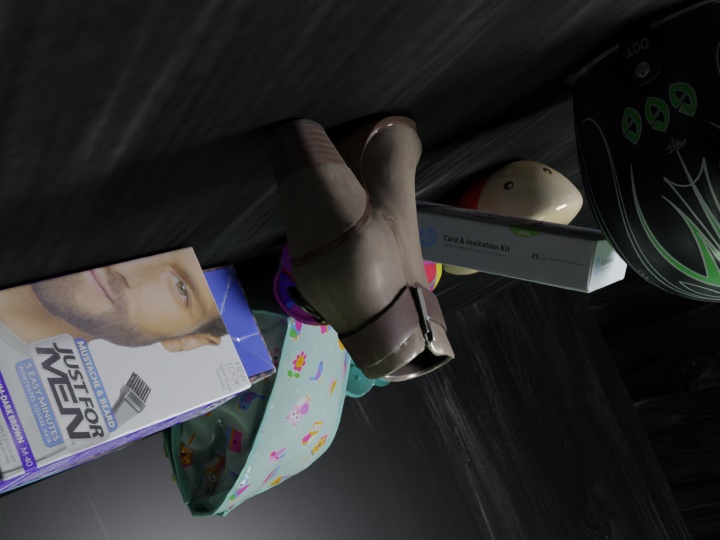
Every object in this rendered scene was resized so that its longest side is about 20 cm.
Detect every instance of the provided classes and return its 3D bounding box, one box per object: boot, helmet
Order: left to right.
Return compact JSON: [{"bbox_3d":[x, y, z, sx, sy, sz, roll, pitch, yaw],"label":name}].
[{"bbox_3d":[0.013,-0.011,0.648,0.070,0.147,0.200,-28,173,25],"label":"boot"},{"bbox_3d":[0.246,-0.073,0.780,0.198,0.192,0.200,-22,173,-3],"label":"helmet"}]

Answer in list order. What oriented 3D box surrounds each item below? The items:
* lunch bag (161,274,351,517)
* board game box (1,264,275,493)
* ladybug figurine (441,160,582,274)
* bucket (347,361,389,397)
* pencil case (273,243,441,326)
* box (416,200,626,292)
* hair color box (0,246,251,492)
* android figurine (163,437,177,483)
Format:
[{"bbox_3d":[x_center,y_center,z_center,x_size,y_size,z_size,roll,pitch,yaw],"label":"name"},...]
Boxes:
[{"bbox_3d":[-0.092,0.114,1.035,0.121,0.202,0.170,17,-168,22],"label":"lunch bag"},{"bbox_3d":[-0.199,0.086,0.903,0.199,0.098,0.159,-28,172,32],"label":"board game box"},{"bbox_3d":[0.136,-0.052,1.097,0.135,0.073,0.200,-22,173,-22],"label":"ladybug figurine"},{"bbox_3d":[-0.024,0.120,1.638,0.205,0.136,0.207,-24,173,-3],"label":"bucket"},{"bbox_3d":[0.000,0.000,0.991,0.088,0.089,0.200,-26,172,22],"label":"pencil case"},{"bbox_3d":[0.098,-0.024,0.879,0.198,0.042,0.156,12,-173,21],"label":"box"},{"bbox_3d":[-0.175,0.060,0.721,0.065,0.110,0.199,-30,172,38],"label":"hair color box"},{"bbox_3d":[-0.150,0.136,1.215,0.201,0.041,0.182,-56,-154,9],"label":"android figurine"}]
